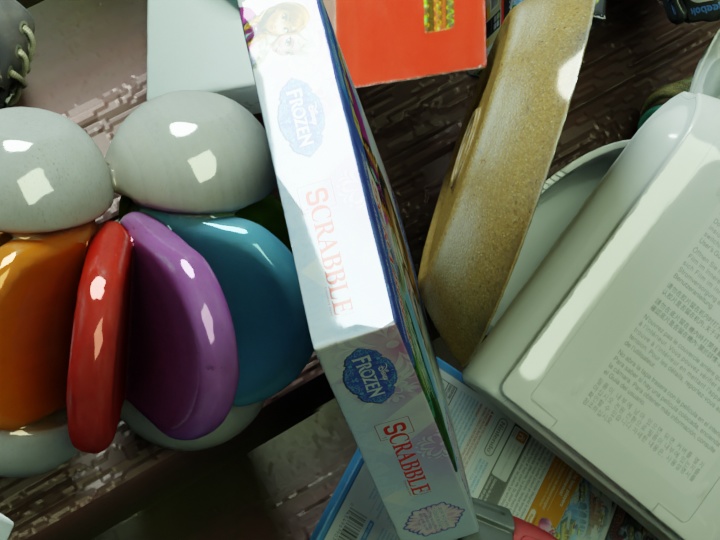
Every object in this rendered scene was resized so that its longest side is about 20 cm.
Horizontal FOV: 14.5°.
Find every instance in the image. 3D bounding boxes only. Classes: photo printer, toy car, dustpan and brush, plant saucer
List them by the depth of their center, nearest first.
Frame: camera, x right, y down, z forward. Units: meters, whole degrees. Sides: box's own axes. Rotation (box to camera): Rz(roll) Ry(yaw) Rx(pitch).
[{"bbox_3d":[-0.108,0.020,1.314,0.199,0.150,0.176,-7,117,-23],"label":"toy car"},{"bbox_3d":[0.066,-0.054,1.371,0.035,0.200,0.201,18,69,-2],"label":"plant saucer"},{"bbox_3d":[0.170,0.022,1.431,0.166,0.069,0.200,38,85,-18],"label":"photo printer"},{"bbox_3d":[0.153,-0.039,1.475,0.139,0.057,0.201,24,84,-10],"label":"dustpan and brush"}]

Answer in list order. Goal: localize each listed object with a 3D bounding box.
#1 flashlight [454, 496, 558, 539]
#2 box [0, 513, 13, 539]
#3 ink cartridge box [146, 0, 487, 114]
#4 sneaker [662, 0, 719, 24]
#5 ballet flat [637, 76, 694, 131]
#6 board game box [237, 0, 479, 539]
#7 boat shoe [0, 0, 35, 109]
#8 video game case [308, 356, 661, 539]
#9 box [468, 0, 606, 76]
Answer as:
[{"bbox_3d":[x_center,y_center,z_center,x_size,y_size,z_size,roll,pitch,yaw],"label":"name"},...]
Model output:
[{"bbox_3d":[0.121,0.173,1.415,0.199,0.068,0.068,22,107,-19],"label":"flashlight"},{"bbox_3d":[-0.240,0.089,1.244,0.155,0.200,0.041,25,86,-13],"label":"box"},{"bbox_3d":[-0.024,-0.185,1.429,0.044,0.173,0.201,26,60,-58],"label":"ink cartridge box"},{"bbox_3d":[0.165,-0.186,1.424,0.200,0.073,0.113,20,60,-63],"label":"sneaker"},{"bbox_3d":[0.223,-0.018,1.527,0.071,0.071,0.201,-30,87,-25],"label":"ballet flat"},{"bbox_3d":[0.000,0.000,1.333,0.041,0.200,0.201,-16,57,4],"label":"board game box"},{"bbox_3d":[-0.193,-0.110,1.387,0.073,0.074,0.201,-17,83,-24],"label":"boat shoe"},{"bbox_3d":[0.078,0.151,1.447,0.199,0.018,0.144,33,66,-9],"label":"video game case"},{"bbox_3d":[0.100,-0.211,1.505,0.035,0.110,0.201,11,71,-17],"label":"box"}]
